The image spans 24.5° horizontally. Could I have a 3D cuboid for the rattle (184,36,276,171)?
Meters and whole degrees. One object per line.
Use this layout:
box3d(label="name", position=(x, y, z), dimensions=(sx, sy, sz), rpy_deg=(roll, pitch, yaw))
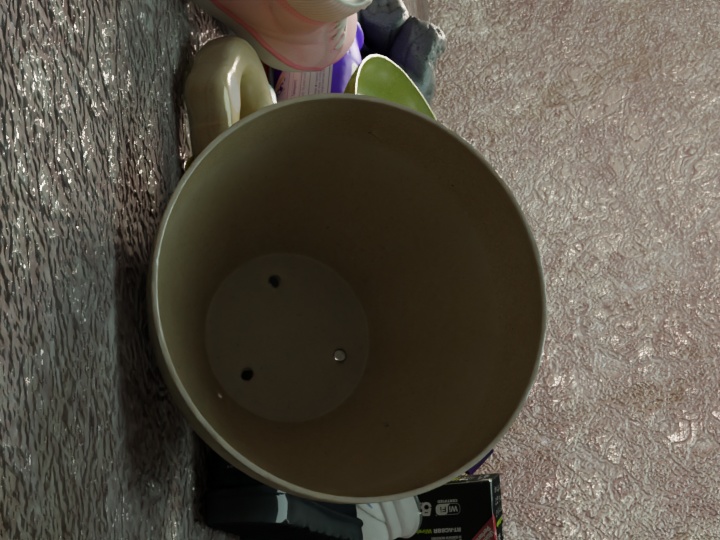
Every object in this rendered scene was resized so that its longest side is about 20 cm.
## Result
box3d(label="rattle", position=(-0.028, -0.091, 1.010), dimensions=(0.131, 0.143, 0.200), rpy_deg=(67, 13, -1))

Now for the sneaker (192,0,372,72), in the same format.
box3d(label="sneaker", position=(-0.022, -0.170, 1.011), dimensions=(0.200, 0.104, 0.076), rpy_deg=(19, 72, -65))

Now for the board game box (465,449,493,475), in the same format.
box3d(label="board game box", position=(0.003, 0.043, 1.086), dimensions=(0.120, 0.032, 0.200), rpy_deg=(19, -31, 51))

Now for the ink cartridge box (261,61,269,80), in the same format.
box3d(label="ink cartridge box", position=(-0.064, -0.239, 1.161), dimensions=(0.200, 0.050, 0.163), rpy_deg=(67, 21, -64))

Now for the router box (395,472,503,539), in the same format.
box3d(label="router box", position=(0.041, 0.206, 1.380), dimensions=(0.200, 0.149, 0.062), rpy_deg=(39, 47, -81))

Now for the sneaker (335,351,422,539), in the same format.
box3d(label="sneaker", position=(-0.031, 0.113, 1.104), dimensions=(0.074, 0.087, 0.200), rpy_deg=(11, -50, 63))

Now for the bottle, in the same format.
box3d(label="bottle", position=(-0.033, -0.133, 1.226), dimensions=(0.084, 0.065, 0.201), rpy_deg=(110, -14, -60))

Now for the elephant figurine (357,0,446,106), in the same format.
box3d(label="elephant figurine", position=(-0.001, -0.133, 1.383), dimensions=(0.155, 0.141, 0.200), rpy_deg=(-59, 175, -25))

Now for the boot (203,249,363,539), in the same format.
box3d(label="boot", position=(-0.044, 0.079, 1.005), dimensions=(0.200, 0.076, 0.169), rpy_deg=(48, 42, -70))

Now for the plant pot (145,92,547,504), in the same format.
box3d(label="plant pot", position=(-0.022, 0.024, 0.858), dimensions=(0.134, 0.200, 0.201), rpy_deg=(148, -59, -68))

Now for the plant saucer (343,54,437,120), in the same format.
box3d(label="plant saucer", position=(0.032, -0.054, 1.177), dimensions=(0.200, 0.031, 0.200), rpy_deg=(49, 30, -42))
